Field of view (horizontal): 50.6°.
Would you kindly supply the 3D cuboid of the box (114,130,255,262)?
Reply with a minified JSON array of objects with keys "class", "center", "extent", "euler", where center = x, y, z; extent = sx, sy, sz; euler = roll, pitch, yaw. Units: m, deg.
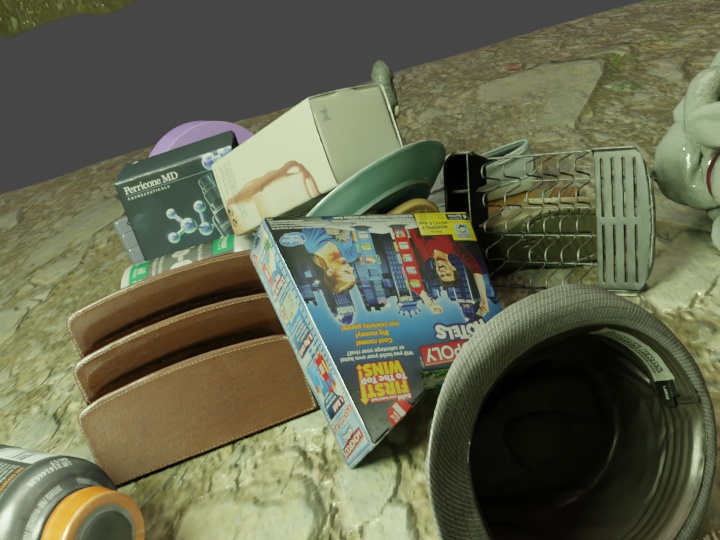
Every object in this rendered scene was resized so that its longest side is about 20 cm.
[{"class":"box","center":[-0.198,-0.052,0.964],"extent":[0.146,0.203,0.107],"euler":[-18,21,-2]}]

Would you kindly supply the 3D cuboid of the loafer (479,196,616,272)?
[{"class":"loafer","center":[0.183,-0.044,0.825],"extent":[0.197,0.077,0.068],"euler":[-8,30,23]}]

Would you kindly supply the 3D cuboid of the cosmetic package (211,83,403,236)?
[{"class":"cosmetic package","center":[-0.058,-0.108,0.784],"extent":[0.102,0.089,0.199],"euler":[-20,1,-37]}]

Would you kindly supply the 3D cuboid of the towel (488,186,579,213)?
[{"class":"towel","center":[0.166,-0.066,0.967],"extent":[0.197,0.022,0.147],"euler":[-2,26,31]}]

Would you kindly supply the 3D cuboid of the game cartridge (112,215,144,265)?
[{"class":"game cartridge","center":[-0.230,-0.049,1.079],"extent":[0.198,0.131,0.038],"euler":[-29,6,-27]}]

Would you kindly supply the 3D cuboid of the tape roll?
[{"class":"tape roll","center":[-0.223,-0.122,1.146],"extent":[0.199,0.203,0.065],"euler":[-29,25,-28]}]

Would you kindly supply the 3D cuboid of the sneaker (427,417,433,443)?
[{"class":"sneaker","center":[0.122,0.087,0.559],"extent":[0.199,0.075,0.087],"euler":[-37,35,-30]}]

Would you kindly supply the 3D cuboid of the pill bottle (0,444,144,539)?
[{"class":"pill bottle","center":[-0.250,0.187,0.561],"extent":[0.197,0.108,0.106],"euler":[-2,26,34]}]

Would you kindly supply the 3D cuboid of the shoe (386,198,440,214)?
[{"class":"shoe","center":[0.000,0.000,0.756],"extent":[0.200,0.070,0.054],"euler":[-48,35,16]}]

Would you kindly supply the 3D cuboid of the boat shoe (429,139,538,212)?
[{"class":"boat shoe","center":[0.134,-0.123,1.000],"extent":[0.198,0.072,0.070],"euler":[-17,21,-3]}]

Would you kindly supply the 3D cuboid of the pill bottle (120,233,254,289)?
[{"class":"pill bottle","center":[-0.160,0.022,0.874],"extent":[0.197,0.115,0.113],"euler":[-17,21,1]}]

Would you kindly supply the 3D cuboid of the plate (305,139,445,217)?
[{"class":"plate","center":[0.010,-0.052,0.755],"extent":[0.199,0.026,0.200],"euler":[-34,-14,-9]}]

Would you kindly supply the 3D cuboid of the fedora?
[{"class":"fedora","center":[0.105,0.103,0.437],"extent":[0.198,0.179,0.090],"euler":[-28,4,-24]}]

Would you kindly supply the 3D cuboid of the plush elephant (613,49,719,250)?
[{"class":"plush elephant","center":[0.363,-0.104,0.725],"extent":[0.198,0.166,0.155],"euler":[-30,27,-12]}]

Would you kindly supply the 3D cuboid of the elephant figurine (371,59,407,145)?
[{"class":"elephant figurine","center":[0.017,-0.170,1.067],"extent":[0.140,0.202,0.155],"euler":[-23,19,2]}]

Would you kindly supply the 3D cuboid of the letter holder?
[{"class":"letter holder","center":[-0.158,0.080,0.696],"extent":[0.197,0.144,0.101],"euler":[-20,21,-7]}]

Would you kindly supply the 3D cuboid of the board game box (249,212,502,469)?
[{"class":"board game box","center":[0.023,0.052,0.638],"extent":[0.197,0.202,0.062],"euler":[-3,-28,-23]}]

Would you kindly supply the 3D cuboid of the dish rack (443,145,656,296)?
[{"class":"dish rack","center":[0.181,-0.044,0.738],"extent":[0.198,0.156,0.054],"euler":[1,12,36]}]
